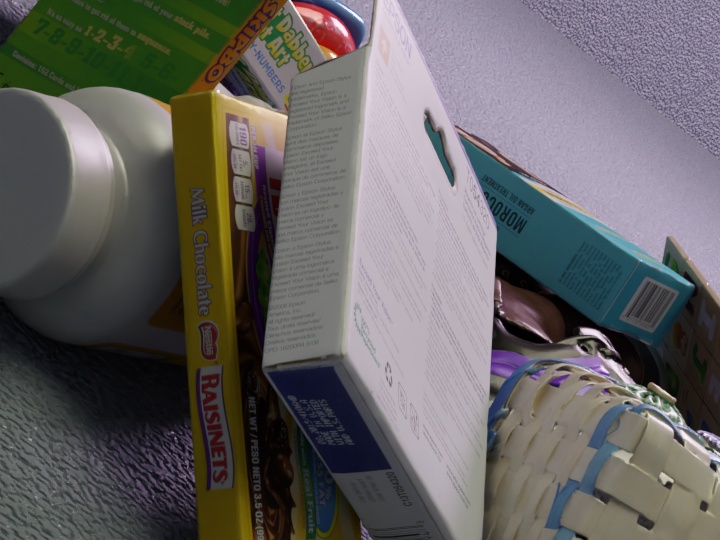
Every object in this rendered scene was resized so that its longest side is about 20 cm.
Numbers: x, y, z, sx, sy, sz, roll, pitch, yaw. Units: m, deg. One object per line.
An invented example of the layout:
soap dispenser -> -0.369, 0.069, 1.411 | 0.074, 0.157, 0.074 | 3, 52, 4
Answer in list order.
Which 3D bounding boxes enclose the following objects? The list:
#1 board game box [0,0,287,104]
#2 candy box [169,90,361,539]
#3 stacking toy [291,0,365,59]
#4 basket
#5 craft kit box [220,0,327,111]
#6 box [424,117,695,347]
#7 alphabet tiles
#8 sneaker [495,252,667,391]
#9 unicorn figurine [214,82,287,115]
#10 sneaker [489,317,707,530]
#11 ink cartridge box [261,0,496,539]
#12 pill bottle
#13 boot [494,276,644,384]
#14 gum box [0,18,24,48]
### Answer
board game box -> -0.108, -0.115, 0.946 | 0.096, 0.200, 0.030 | 46, 15, 20
candy box -> -0.037, 0.031, 0.822 | 0.102, 0.026, 0.201 | 12, 71, -63
stacking toy -> -0.040, -0.085, 1.259 | 0.110, 0.116, 0.200 | 24, 33, -39
basket -> 0.115, 0.128, 0.963 | 0.176, 0.139, 0.200 | 35, -18, -22
craft kit box -> -0.108, -0.176, 1.132 | 0.197, 0.049, 0.200 | 34, -15, 42
box -> 0.118, -0.027, 1.283 | 0.200, 0.049, 0.082 | 39, 11, 36
alphabet tiles -> 0.210, 0.082, 1.282 | 0.006, 0.167, 0.200 | -1, 29, -14
sneaker -> 0.108, 0.036, 1.318 | 0.200, 0.075, 0.106 | 39, 17, 31
unicorn figurine -> -0.096, -0.097, 1.035 | 0.200, 0.074, 0.137 | 48, -3, -27
sneaker -> 0.134, 0.081, 1.072 | 0.199, 0.070, 0.100 | 24, 52, -10
ink cartridge box -> 0.014, 0.009, 0.859 | 0.197, 0.043, 0.201 | 61, 26, -50
pill bottle -> -0.096, -0.018, 0.876 | 0.113, 0.113, 0.200 | 49, 18, 29
boot -> 0.098, 0.048, 1.194 | 0.199, 0.073, 0.166 | 22, 4, -11
gum box -> -0.095, -0.059, 1.121 | 0.200, 0.045, 0.170 | 43, 16, 13
